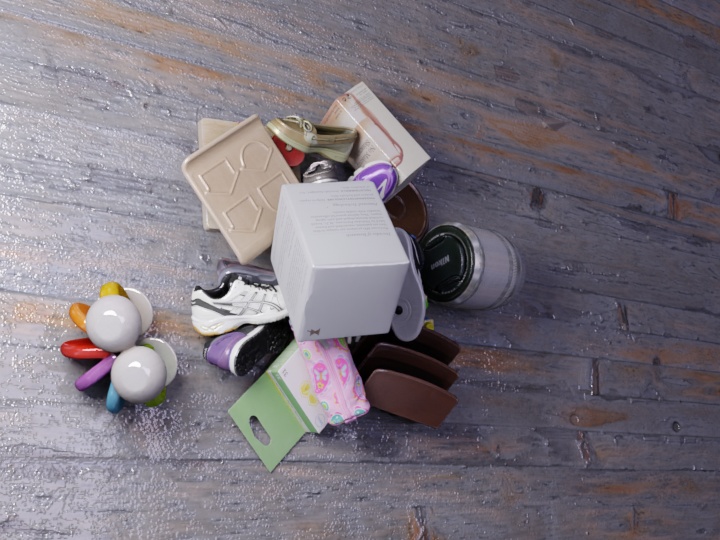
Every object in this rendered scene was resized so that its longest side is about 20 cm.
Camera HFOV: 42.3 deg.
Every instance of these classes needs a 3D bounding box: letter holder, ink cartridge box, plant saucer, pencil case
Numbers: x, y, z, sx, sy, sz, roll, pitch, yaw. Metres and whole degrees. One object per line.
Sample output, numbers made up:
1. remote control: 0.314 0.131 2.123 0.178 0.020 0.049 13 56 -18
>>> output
1. letter holder: 0.092 0.183 1.712 0.198 0.143 0.101 23 27 -29
2. ink cartridge box: -0.119 0.229 1.617 0.200 0.048 0.147 -48 116 -36
3. plant saucer: 0.060 -0.121 1.828 0.198 0.034 0.203 15 60 -27
4. pencil case: -0.052 0.162 1.595 0.087 0.087 0.203 -30 108 -36

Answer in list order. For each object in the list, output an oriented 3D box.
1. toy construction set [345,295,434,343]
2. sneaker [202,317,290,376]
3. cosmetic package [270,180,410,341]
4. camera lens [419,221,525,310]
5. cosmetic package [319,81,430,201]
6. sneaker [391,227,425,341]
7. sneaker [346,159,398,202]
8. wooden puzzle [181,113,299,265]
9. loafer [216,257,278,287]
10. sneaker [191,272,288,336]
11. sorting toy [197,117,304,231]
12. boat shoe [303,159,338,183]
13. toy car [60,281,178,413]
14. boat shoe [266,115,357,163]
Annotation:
1. toy construction set: 0.048 0.075 1.763 0.197 0.092 0.133 -3 112 -28
2. sneaker: -0.193 0.110 1.591 0.199 0.086 0.077 -29 127 -60
3. cosmetic package: -0.040 -0.018 1.520 0.164 0.169 0.202 -4 45 -20
4. camera lens: 0.215 -0.005 1.834 0.198 0.158 0.163 9 73 -48
5. cosmetic package: 0.025 -0.245 1.784 0.200 0.103 0.087 47 53 4
6. sneaker: 0.092 0.023 1.693 0.112 0.072 0.204 -3 86 -71
7. sneaker: -0.011 -0.120 1.714 0.199 0.084 0.081 -40 107 5
8. wooden puzzle: -0.194 -0.137 1.585 0.185 0.046 0.202 -40 107 -35
9. loafer: -0.162 0.021 1.640 0.198 0.072 0.063 18 28 -31
10. sneaker: -0.187 0.043 1.558 0.197 0.075 0.089 -15 110 -22
11. sorting toy: -0.183 -0.172 1.669 0.197 0.069 0.203 2 77 -34
12. boat shoe: -0.074 -0.177 1.687 0.066 0.200 0.058 -13 93 2
13. toy car: -0.376 0.127 1.423 0.148 0.175 0.202 -26 95 -2
14. boat shoe: -0.084 -0.245 1.658 0.199 0.073 0.064 13 113 -46
